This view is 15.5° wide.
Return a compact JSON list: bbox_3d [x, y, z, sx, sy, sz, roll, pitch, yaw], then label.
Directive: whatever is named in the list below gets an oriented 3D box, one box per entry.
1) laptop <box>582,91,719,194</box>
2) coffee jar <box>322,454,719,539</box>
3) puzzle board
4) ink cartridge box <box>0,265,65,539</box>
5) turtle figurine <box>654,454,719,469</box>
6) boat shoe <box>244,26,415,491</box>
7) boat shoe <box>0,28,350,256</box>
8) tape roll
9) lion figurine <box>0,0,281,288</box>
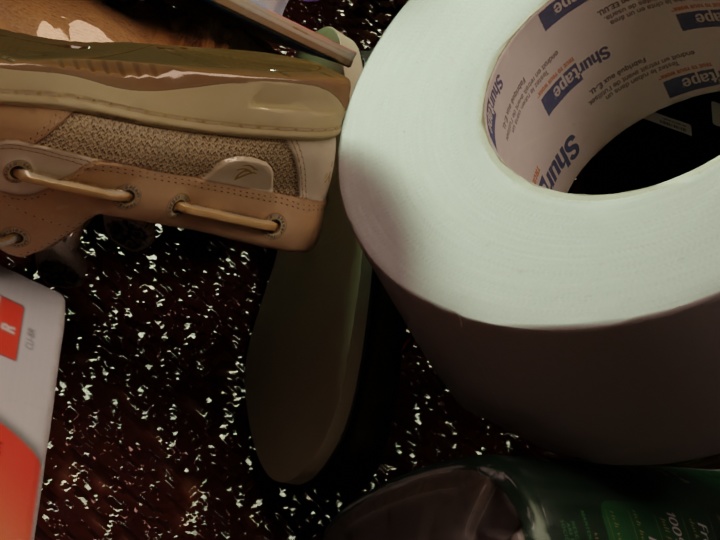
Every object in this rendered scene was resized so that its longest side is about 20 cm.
[{"bbox_3d":[0.177,-0.022,0.956,0.103,0.201,0.177,-32,37,-33],"label":"laptop"},{"bbox_3d":[0.088,0.107,0.837,0.199,0.104,0.086,5,69,-42],"label":"coffee jar"},{"bbox_3d":[-0.109,-0.125,0.910,0.199,0.018,0.151,24,1,-24],"label":"puzzle board"},{"bbox_3d":[-0.179,0.028,0.709,0.199,0.050,0.163,30,34,-22],"label":"ink cartridge box"},{"bbox_3d":[0.131,0.054,0.959,0.161,0.065,0.200,27,-3,-34],"label":"turtle figurine"},{"bbox_3d":[0.002,-0.002,0.903,0.063,0.074,0.202,29,36,-22],"label":"boat shoe"},{"bbox_3d":[-0.098,-0.035,0.774,0.198,0.065,0.071,3,14,-22],"label":"boat shoe"},{"bbox_3d":[0.096,-0.040,0.807,0.201,0.199,0.066,-98,162,-46],"label":"tape roll"},{"bbox_3d":[-0.108,-0.071,0.869,0.200,0.072,0.123,37,46,-21],"label":"lion figurine"}]
